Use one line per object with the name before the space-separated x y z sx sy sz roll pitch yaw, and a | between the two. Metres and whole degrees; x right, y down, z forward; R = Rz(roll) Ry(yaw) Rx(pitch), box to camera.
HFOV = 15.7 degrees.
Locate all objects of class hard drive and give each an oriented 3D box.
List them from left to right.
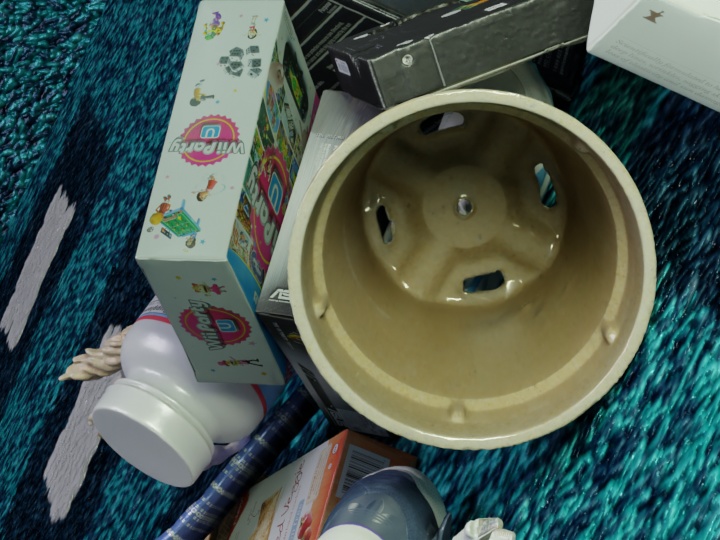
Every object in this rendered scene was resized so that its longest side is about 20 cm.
hard drive | 0.088 -0.149 1.570 0.140 0.200 0.038 -145 34 -76

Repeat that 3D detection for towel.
towel | -0.079 0.130 1.817 0.200 0.024 0.145 -49 -6 -4

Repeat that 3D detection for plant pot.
plant pot | 0.061 -0.019 1.496 0.184 0.200 0.201 -89 24 -77

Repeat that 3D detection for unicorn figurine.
unicorn figurine | -0.103 0.078 1.858 0.137 0.200 0.074 -45 56 30

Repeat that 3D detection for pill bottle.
pill bottle | -0.091 0.043 1.756 0.200 0.109 0.109 -55 10 -25

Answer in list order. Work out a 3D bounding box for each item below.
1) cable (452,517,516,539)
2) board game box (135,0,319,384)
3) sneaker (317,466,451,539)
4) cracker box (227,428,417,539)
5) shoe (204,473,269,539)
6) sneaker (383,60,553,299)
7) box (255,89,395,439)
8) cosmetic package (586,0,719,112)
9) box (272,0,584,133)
cable | 0.044 0.245 1.378 0.200 0.069 0.200 -41 31 59
board game box | -0.077 -0.049 1.658 0.148 0.064 0.200 68 -152 -54
sneaker | 0.010 0.215 1.553 0.146 0.080 0.201 -43 -39 -62
cracker box | -0.041 0.196 1.734 0.200 0.058 0.134 -38 32 61
shoe | -0.116 0.240 1.908 0.200 0.070 0.053 -63 14 -12
sneaker | 0.064 -0.042 1.630 0.081 0.076 0.201 -3 -69 -66
box | 0.000 0.000 1.691 0.200 0.048 0.159 63 -139 -61
cosmetic package | 0.192 -0.192 1.420 0.074 0.101 0.200 -45 26 54
box | 0.027 -0.171 1.748 0.200 0.198 0.124 -35 36 61
